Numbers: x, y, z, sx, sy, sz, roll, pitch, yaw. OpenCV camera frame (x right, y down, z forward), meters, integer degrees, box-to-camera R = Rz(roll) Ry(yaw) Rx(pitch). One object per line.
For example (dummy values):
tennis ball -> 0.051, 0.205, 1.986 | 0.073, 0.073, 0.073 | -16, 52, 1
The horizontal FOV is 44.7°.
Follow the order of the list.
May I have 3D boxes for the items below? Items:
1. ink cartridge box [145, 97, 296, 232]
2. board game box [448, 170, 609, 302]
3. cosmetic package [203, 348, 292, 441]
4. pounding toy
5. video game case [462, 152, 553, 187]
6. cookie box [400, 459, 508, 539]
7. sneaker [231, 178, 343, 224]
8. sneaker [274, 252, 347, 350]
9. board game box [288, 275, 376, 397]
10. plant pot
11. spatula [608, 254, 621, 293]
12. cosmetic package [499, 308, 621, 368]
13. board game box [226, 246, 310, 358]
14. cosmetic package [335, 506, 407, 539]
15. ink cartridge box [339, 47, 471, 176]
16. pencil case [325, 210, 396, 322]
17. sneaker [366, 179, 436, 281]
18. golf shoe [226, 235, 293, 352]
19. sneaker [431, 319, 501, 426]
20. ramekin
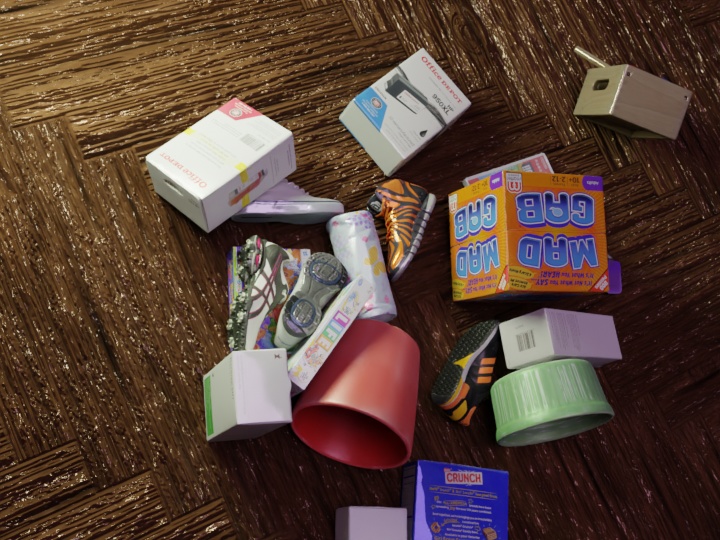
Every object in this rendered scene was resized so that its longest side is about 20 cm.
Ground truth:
ink cartridge box -> -0.226, -0.174, 1.427 | 0.145, 0.084, 0.200 | 35, 59, 27
board game box -> 0.290, -0.052, 1.537 | 0.199, 0.200, 0.201 | 1, 83, -21
cosmetic package -> -0.170, 0.187, 1.293 | 0.084, 0.200, 0.108 | 0, 72, -21
pounding toy -> 0.532, -0.362, 1.771 | 0.183, 0.200, 0.143 | 18, 95, -15
video game case -> 0.306, -0.138, 1.690 | 0.199, 0.017, 0.144 | -20, 81, -25
cookie box -> 0.150, 0.418, 1.411 | 0.170, 0.075, 0.201 | 12, 69, -17
sneaker -> -0.124, -0.121, 1.485 | 0.199, 0.073, 0.071 | 1, 76, -21
sneaker -> -0.087, 0.045, 1.396 | 0.074, 0.087, 0.200 | 38, 45, -4
board game box -> -0.064, 0.108, 1.347 | 0.034, 0.134, 0.200 | 39, 64, -5
plant pot -> 0.005, 0.188, 1.378 | 0.200, 0.200, 0.178 | 27, 54, -11
spatula -> 0.477, -0.053, 1.726 | 0.056, 0.021, 0.201 | 0, 70, -34
cosmetic package -> 0.351, 0.126, 1.531 | 0.199, 0.107, 0.085 | 7, 67, -42
board game box -> -0.145, 0.065, 1.430 | 0.134, 0.045, 0.201 | 1, 72, -21
cosmetic package -> 0.015, 0.469, 1.345 | 0.101, 0.074, 0.201 | 9, 68, -19
ink cartridge box -> 0.084, -0.295, 1.618 | 0.200, 0.084, 0.145 | -42, 91, -28
pencil case -> 0.000, 0.000, 1.487 | 0.083, 0.091, 0.201 | -1, 73, -40
sneaker -> 0.053, -0.078, 1.547 | 0.112, 0.078, 0.201 | 27, 54, -7
golf shoe -> -0.155, 0.045, 1.367 | 0.088, 0.077, 0.201 | 17, 68, -23
sneaker -> 0.200, 0.178, 1.525 | 0.090, 0.070, 0.200 | 50, 58, -22
ramekin -> 0.316, 0.223, 1.479 | 0.199, 0.200, 0.098 | -3, 66, -22
